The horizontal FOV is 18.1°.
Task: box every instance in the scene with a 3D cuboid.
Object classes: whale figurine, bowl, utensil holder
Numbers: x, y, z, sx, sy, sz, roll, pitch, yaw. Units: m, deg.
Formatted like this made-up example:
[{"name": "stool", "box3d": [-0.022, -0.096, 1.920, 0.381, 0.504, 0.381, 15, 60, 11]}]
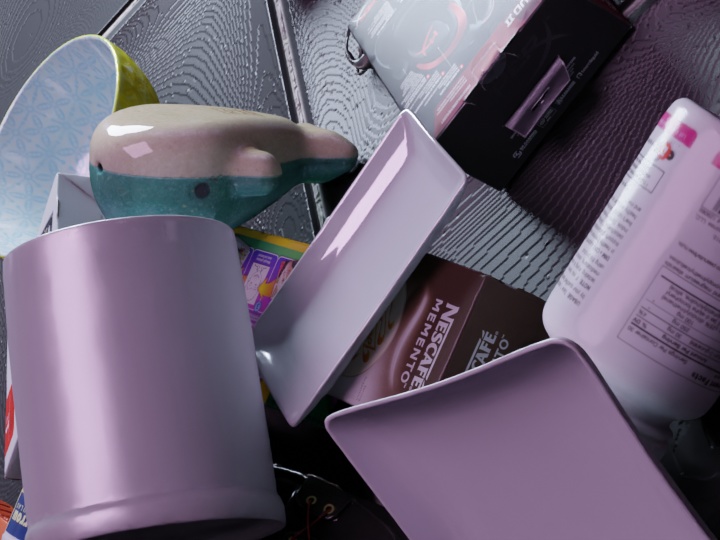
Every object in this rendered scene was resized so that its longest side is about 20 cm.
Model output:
[{"name": "whale figurine", "box3d": [-0.102, -0.067, 1.666, 0.159, 0.199, 0.104, 21, 111, 55]}, {"name": "bowl", "box3d": [-0.219, -0.084, 1.887, 0.200, 0.108, 0.201, -32, 45, 39]}, {"name": "utensil holder", "box3d": [-0.146, 0.081, 1.474, 0.170, 0.170, 0.201, -22, 72, 45]}]

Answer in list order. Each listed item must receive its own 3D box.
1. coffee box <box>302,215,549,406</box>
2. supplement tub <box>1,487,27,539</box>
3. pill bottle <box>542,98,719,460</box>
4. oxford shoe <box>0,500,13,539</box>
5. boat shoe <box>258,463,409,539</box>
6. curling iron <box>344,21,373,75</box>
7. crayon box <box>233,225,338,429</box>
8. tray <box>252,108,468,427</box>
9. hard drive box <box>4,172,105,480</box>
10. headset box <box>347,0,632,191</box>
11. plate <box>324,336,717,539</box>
[{"name": "coffee box", "box3d": [0.034, 0.045, 1.486, 0.200, 0.080, 0.115, 20, 85, 56]}, {"name": "supplement tub", "box3d": [-0.172, 0.173, 1.621, 0.145, 0.145, 0.201, 14, 80, 56]}, {"name": "pill bottle", "box3d": [0.175, 0.013, 1.287, 0.200, 0.113, 0.113, -58, 34, 9]}, {"name": "oxford shoe", "box3d": [-0.315, 0.224, 1.853, 0.200, 0.071, 0.073, 18, 88, 56]}, {"name": "boat shoe", "box3d": [-0.028, 0.177, 1.502, 0.201, 0.063, 0.074, 15, 80, 54]}, {"name": "curling iron", "box3d": [0.055, -0.219, 1.676, 0.200, 0.026, 0.050, -43, 42, 28]}, {"name": "crayon box", "box3d": [-0.075, 0.034, 1.659, 0.200, 0.058, 0.119, 16, 82, 56]}, {"name": "tray", "box3d": [0.000, 0.000, 1.468, 0.200, 0.022, 0.107, -55, 35, 14]}, {"name": "hard drive box", "box3d": [-0.222, 0.050, 1.769, 0.200, 0.077, 0.156, 115, 156, -45]}, {"name": "headset box", "box3d": [0.088, -0.163, 1.552, 0.149, 0.075, 0.200, -52, 35, 17]}, {"name": "plate", "box3d": [0.104, 0.130, 1.266, 0.200, 0.200, 0.032, -22, 19, 45]}]
